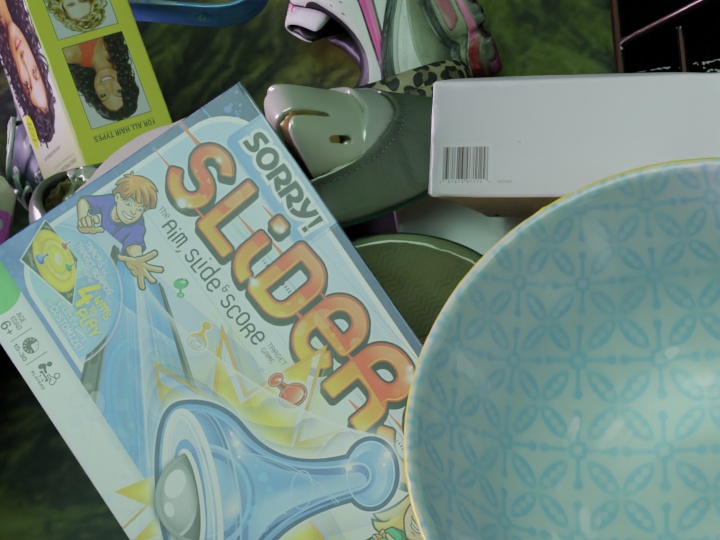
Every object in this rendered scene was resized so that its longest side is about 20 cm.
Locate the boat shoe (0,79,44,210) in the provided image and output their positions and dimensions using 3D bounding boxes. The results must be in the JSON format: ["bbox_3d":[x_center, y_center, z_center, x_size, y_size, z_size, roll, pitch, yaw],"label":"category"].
[{"bbox_3d":[-0.157,-0.064,0.891,0.062,0.075,0.200,-17,64,6],"label":"boat shoe"}]

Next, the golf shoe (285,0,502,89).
[{"bbox_3d":[-0.008,-0.166,0.894,0.092,0.073,0.200,-28,64,2],"label":"golf shoe"}]

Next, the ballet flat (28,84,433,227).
[{"bbox_3d":[-0.043,-0.043,0.725,0.200,0.064,0.067,-21,41,-5],"label":"ballet flat"}]

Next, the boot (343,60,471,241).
[{"bbox_3d":[0.000,0.000,0.808,0.200,0.073,0.151,-24,77,0],"label":"boot"}]

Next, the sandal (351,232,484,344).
[{"bbox_3d":[0.058,0.054,0.703,0.201,0.057,0.080,41,100,18],"label":"sandal"}]

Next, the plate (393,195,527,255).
[{"bbox_3d":[0.129,0.032,0.726,0.199,0.032,0.200,-17,81,19],"label":"plate"}]

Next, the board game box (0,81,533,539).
[{"bbox_3d":[-0.045,0.047,0.668,0.135,0.034,0.200,-35,84,-2],"label":"board game box"}]

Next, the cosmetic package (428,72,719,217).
[{"bbox_3d":[0.134,-0.048,0.670,0.200,0.083,0.051,1,84,20],"label":"cosmetic package"}]

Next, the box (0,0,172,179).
[{"bbox_3d":[-0.119,-0.060,0.796,0.050,0.075,0.200,-21,89,-24],"label":"box"}]

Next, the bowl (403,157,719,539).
[{"bbox_3d":[0.125,0.072,0.606,0.200,0.108,0.200,-9,57,14],"label":"bowl"}]

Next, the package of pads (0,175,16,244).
[{"bbox_3d":[-0.242,0.042,0.800,0.068,0.154,0.200,13,94,26],"label":"package of pads"}]

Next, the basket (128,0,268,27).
[{"bbox_3d":[-0.128,-0.210,0.893,0.176,0.139,0.200,1,64,5],"label":"basket"}]

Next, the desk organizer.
[{"bbox_3d":[0.155,-0.087,0.815,0.072,0.077,0.200,-6,67,12],"label":"desk organizer"}]

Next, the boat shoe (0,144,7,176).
[{"bbox_3d":[-0.268,-0.001,0.899,0.059,0.072,0.200,31,75,30],"label":"boat shoe"}]
